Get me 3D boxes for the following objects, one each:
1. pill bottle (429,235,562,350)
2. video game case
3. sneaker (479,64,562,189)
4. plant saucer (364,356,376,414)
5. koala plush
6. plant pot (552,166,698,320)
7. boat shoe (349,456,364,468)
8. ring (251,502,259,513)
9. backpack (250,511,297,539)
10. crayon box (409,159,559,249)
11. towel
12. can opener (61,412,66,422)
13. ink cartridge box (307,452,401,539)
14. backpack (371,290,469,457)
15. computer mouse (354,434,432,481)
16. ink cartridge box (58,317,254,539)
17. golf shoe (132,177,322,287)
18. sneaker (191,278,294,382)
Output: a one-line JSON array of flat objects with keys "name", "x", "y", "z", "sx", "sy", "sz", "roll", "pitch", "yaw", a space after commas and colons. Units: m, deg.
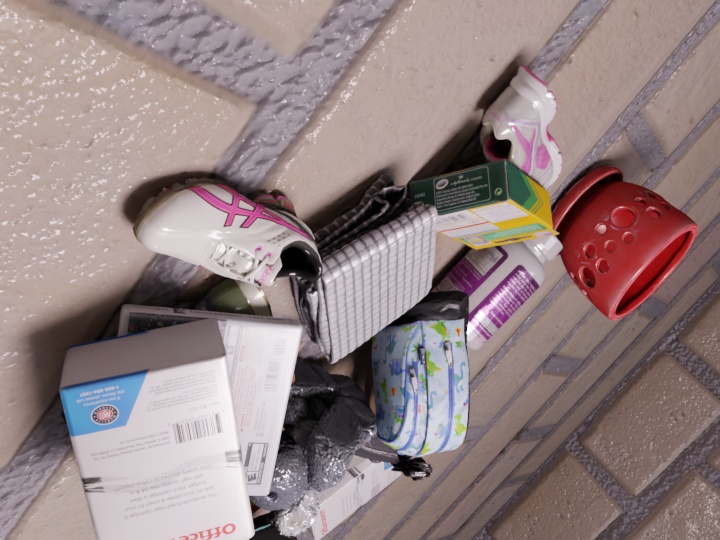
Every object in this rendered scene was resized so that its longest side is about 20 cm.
[{"name": "pill bottle", "x": 0.200, "y": 0.010, "z": 1.119, "sx": 0.200, "sy": 0.113, "sz": 0.112, "roll": -45, "pitch": 152, "yaw": 5}, {"name": "video game case", "x": -0.163, "y": 0.138, "z": 0.772, "sx": 0.177, "sy": 0.023, "sz": 0.205, "roll": 6, "pitch": 109, "yaw": -22}, {"name": "sneaker", "x": 0.188, "y": -0.155, "z": 0.931, "sx": 0.087, "sy": 0.082, "sz": 0.201, "roll": -36, "pitch": 145, "yaw": -3}, {"name": "plant saucer", "x": 0.068, "y": 0.152, "z": 1.160, "sx": 0.198, "sy": 0.029, "sz": 0.205, "roll": -28, "pitch": 127, "yaw": -44}, {"name": "koala plush", "x": -0.086, "y": 0.241, "z": 1.007, "sx": 0.202, "sy": 0.177, "sz": 0.183, "roll": -58, "pitch": 159, "yaw": 19}, {"name": "plant pot", "x": 0.415, "y": -0.051, "z": 1.241, "sx": 0.198, "sy": 0.183, "sz": 0.203, "roll": -30, "pitch": 149, "yaw": -21}, {"name": "boat shoe", "x": -0.039, "y": 0.279, "z": 1.188, "sx": 0.198, "sy": 0.063, "sz": 0.075, "roll": 2, "pitch": 139, "yaw": -51}, {"name": "ring", "x": -0.168, "y": 0.323, "z": 1.163, "sx": 0.198, "sy": 0.019, "sz": 0.203, "roll": -31, "pitch": 148, "yaw": -21}, {"name": "backpack", "x": -0.188, "y": 0.473, "z": 1.179, "sx": 0.173, "sy": 0.157, "sz": 0.199, "roll": -14, "pitch": 168, "yaw": -39}, {"name": "crayon box", "x": 0.159, "y": -0.077, "z": 0.947, "sx": 0.123, "sy": 0.053, "sz": 0.199, "roll": -10, "pitch": 166, "yaw": 29}, {"name": "towel", "x": 0.000, "y": 0.000, "z": 0.882, "sx": 0.164, "sy": 0.086, "sz": 0.202, "roll": -32, "pitch": 152, "yaw": -16}, {"name": "can opener", "x": -0.269, "y": 0.194, "z": 0.821, "sx": 0.066, "sy": 0.054, "sz": 0.202, "roll": -30, "pitch": 150, "yaw": -21}, {"name": "ink cartridge box", "x": -0.025, "y": 0.358, "z": 1.324, "sx": 0.198, "sy": 0.086, "sz": 0.148, "roll": -31, "pitch": 149, "yaw": -20}, {"name": "backpack", "x": 0.081, "y": 0.141, "z": 1.009, "sx": 0.151, "sy": 0.205, "sz": 0.162, "roll": -17, "pitch": -175, "yaw": -24}, {"name": "computer mouse", "x": 0.005, "y": 0.254, "z": 1.114, "sx": 0.053, "sy": 0.198, "sz": 0.138, "roll": -55, "pitch": -175, "yaw": -16}, {"name": "ink cartridge box", "x": -0.186, "y": 0.165, "z": 0.713, "sx": 0.142, "sy": 0.084, "sz": 0.205, "roll": -10, "pitch": 114, "yaw": -15}, {"name": "golf shoe", "x": -0.110, "y": -0.029, "z": 0.689, "sx": 0.198, "sy": 0.092, "sz": 0.073, "roll": 0, "pitch": 132, "yaw": -51}, {"name": "sneaker", "x": -0.135, "y": 0.084, "z": 0.837, "sx": 0.089, "sy": 0.067, "sz": 0.202, "roll": -32, "pitch": 145, "yaw": -17}]
